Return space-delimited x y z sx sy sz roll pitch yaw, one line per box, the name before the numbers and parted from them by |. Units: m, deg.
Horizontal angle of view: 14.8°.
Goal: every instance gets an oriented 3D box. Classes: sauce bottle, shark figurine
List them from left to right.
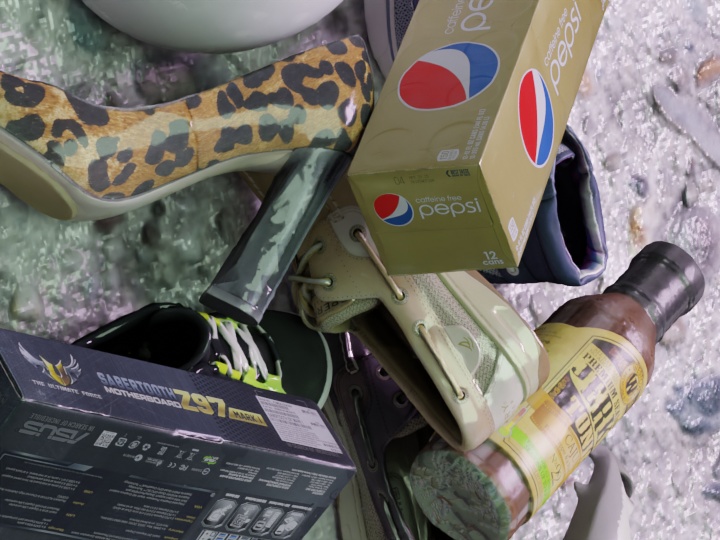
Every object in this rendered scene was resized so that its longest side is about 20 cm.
shark figurine | 0.097 0.157 1.413 0.089 0.128 0.215 12 64 -3
sauce bottle | 0.104 0.055 1.388 0.200 0.065 0.065 -45 122 -34

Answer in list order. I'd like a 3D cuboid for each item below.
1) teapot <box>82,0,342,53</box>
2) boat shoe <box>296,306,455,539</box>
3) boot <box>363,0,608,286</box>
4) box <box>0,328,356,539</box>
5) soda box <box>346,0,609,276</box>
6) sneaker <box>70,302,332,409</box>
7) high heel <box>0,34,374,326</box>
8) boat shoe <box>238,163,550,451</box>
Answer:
teapot | -0.043 -0.190 1.261 0.200 0.146 0.198 -50 124 -32
boat shoe | 0.019 0.068 1.392 0.072 0.065 0.201 -18 105 -43
boot | 0.070 -0.086 1.417 0.073 0.090 0.201 -34 115 -38
box | -0.121 0.111 1.206 0.199 0.051 0.158 15 120 -43
soda box | 0.059 -0.088 1.299 0.200 0.067 0.064 -69 145 -43
sneaker | -0.077 0.051 1.267 0.199 0.083 0.072 -17 68 -43
high heel | -0.094 -0.084 1.243 0.200 0.071 0.143 32 74 -14
boat shoe | 0.000 0.000 1.319 0.200 0.072 0.065 46 67 3
